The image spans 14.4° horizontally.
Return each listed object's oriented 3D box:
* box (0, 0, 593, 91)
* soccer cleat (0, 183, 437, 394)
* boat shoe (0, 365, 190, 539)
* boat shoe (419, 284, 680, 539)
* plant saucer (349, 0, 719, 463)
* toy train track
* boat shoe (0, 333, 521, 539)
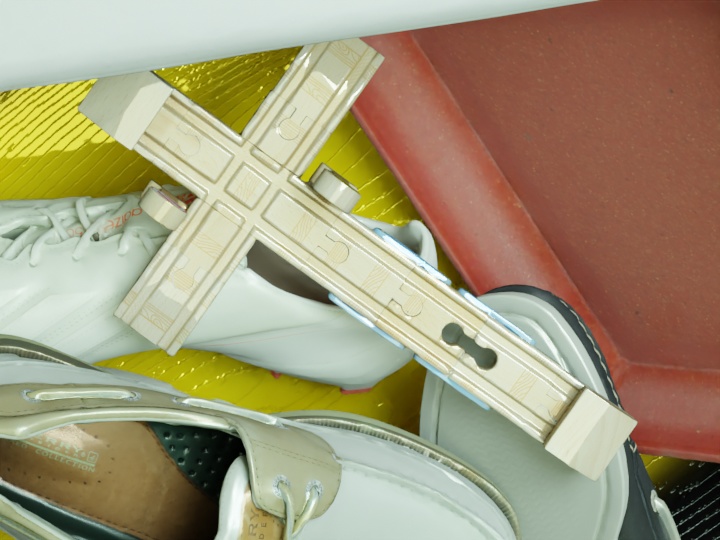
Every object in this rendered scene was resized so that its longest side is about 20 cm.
[{"bbox_3d":[-0.023,-0.172,0.821,0.197,0.171,0.201,-8,104,7],"label":"box"},{"bbox_3d":[-0.071,-0.001,0.928,0.198,0.070,0.078,3,147,-10],"label":"soccer cleat"},{"bbox_3d":[-0.049,0.097,0.966,0.199,0.069,0.072,31,102,-12],"label":"boat shoe"},{"bbox_3d":[0.074,0.088,0.964,0.073,0.060,0.201,-4,115,30],"label":"boat shoe"},{"bbox_3d":[0.098,-0.019,0.885,0.037,0.199,0.200,-51,122,-27],"label":"plant saucer"},{"bbox_3d":[0.000,0.000,0.880,0.199,0.033,0.115,35,94,-6],"label":"toy train track"},{"bbox_3d":[-0.042,0.077,0.892,0.199,0.068,0.075,14,101,-11],"label":"boat shoe"}]
